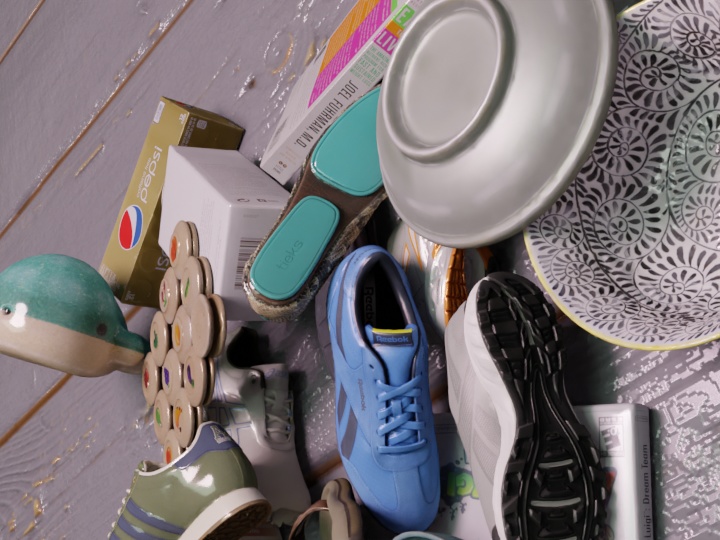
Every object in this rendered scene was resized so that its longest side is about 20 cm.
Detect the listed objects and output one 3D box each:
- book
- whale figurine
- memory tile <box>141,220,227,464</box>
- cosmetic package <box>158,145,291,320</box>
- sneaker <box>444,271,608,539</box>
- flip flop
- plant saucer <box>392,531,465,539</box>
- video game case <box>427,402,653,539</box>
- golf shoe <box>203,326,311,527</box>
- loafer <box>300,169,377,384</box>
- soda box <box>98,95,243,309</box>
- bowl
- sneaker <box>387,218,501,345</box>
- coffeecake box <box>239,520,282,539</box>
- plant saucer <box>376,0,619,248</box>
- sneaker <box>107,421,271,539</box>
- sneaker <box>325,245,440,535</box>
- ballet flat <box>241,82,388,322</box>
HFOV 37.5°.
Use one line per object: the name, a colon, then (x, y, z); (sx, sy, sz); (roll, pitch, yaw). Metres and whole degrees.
book: (-0.001, -0.171, 0.838); (0.200, 0.048, 0.134); (-43, 19, 35)
whale figurine: (-0.267, 0.047, 1.011); (0.159, 0.200, 0.104); (11, 80, 26)
memory tile: (-0.153, 0.072, 0.894); (0.153, 0.017, 0.200); (-118, 38, -45)
cosmetic package: (-0.115, -0.037, 0.917); (0.200, 0.074, 0.102); (-136, 53, -59)
sneaker: (0.097, 0.105, 0.665); (0.079, 0.074, 0.200); (135, 133, -57)
flip flop: (-0.022, 0.196, 0.741); (0.200, 0.058, 0.081); (126, 126, -84)
plant saucer: (0.085, 0.237, 0.622); (0.200, 0.036, 0.200); (40, 142, 41)
video game case: (0.103, 0.183, 0.700); (0.200, 0.024, 0.182); (-11, 73, 46)
golf shoe: (-0.088, 0.125, 0.891); (0.097, 0.078, 0.200); (-55, 47, 15)
loafer: (0.000, 0.000, 0.835); (0.072, 0.063, 0.200); (-38, 57, 52)
soda box: (-0.190, -0.064, 1.051); (0.064, 0.068, 0.200); (34, 106, 46)
bowl: (0.197, -0.050, 0.600); (0.201, 0.094, 0.201); (-13, 72, 45)
sneaker: (0.054, -0.041, 0.776); (0.092, 0.076, 0.200); (-8, 74, 51)
coffeecake box: (-0.122, 0.298, 0.884); (0.154, 0.073, 0.200); (-45, 51, 31)
plant saucer: (0.065, -0.116, 0.659); (0.200, 0.050, 0.200); (-21, 62, 46)
sneaker: (-0.157, 0.195, 0.840); (0.200, 0.067, 0.090); (-39, 62, 25)
sneaker: (0.017, 0.082, 0.719); (0.078, 0.066, 0.200); (141, 120, -75)
ballet flat: (-0.019, -0.047, 0.771); (0.068, 0.075, 0.200); (30, 75, 10)
